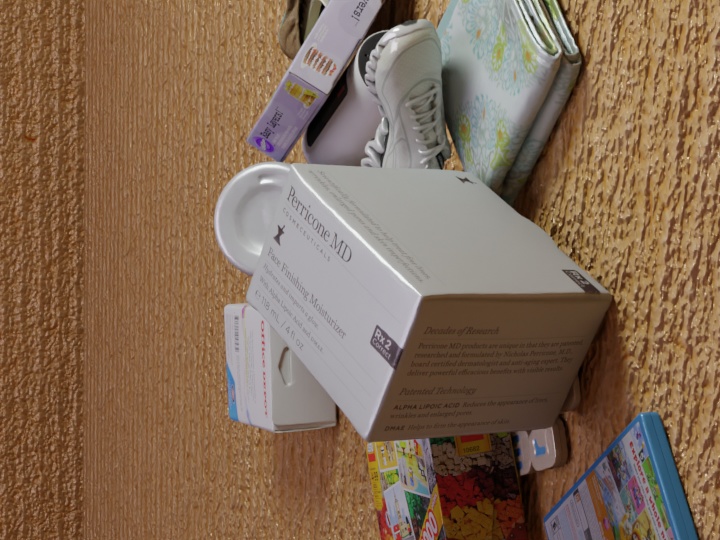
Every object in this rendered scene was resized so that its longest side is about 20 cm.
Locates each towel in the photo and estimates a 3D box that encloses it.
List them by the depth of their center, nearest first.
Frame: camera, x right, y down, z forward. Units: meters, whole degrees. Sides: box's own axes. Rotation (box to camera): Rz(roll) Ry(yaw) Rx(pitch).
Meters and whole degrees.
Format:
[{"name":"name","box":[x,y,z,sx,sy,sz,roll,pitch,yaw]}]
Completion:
[{"name":"towel","box":[0.115,-0.171,1.388,0.201,0.048,0.172,112,150,-50]}]

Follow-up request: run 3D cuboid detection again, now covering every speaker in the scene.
[{"name":"speaker","box":[0.006,-0.162,1.655,0.200,0.081,0.082,133,132,-64]}]

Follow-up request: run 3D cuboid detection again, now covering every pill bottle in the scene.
[{"name":"pill bottle","box":[-0.071,-0.044,1.738,0.200,0.119,0.121,17,-112,-77]}]

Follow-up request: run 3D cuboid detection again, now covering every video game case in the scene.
[{"name":"video game case","box":[0.197,0.215,1.243,0.200,0.018,0.144,117,146,-55]}]

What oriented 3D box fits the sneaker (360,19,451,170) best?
[{"name":"sneaker","box":[0.049,-0.132,1.432,0.081,0.075,0.201,54,158,34]}]

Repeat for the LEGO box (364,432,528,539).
[{"name":"LEGO box","box":[0.071,0.184,1.476,0.200,0.077,0.150,148,113,-72]}]

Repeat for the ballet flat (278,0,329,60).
[{"name":"ballet flat","box":[-0.049,-0.313,1.830,0.072,0.067,0.201,44,137,35]}]

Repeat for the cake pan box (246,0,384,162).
[{"name":"cake pan box","box":[-0.031,-0.226,1.660,0.201,0.052,0.184,-61,8,-22]}]

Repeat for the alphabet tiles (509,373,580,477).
[{"name":"alphabet tiles","box":[0.139,0.071,1.397,0.196,0.014,0.202,143,122,-67]}]

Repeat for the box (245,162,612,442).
[{"name":"box","box":[0.050,0.021,1.291,0.199,0.199,0.131,46,124,43]}]

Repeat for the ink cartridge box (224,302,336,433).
[{"name":"ink cartridge box","box":[-0.097,0.112,1.971,0.200,0.084,0.146,180,87,-72]}]
